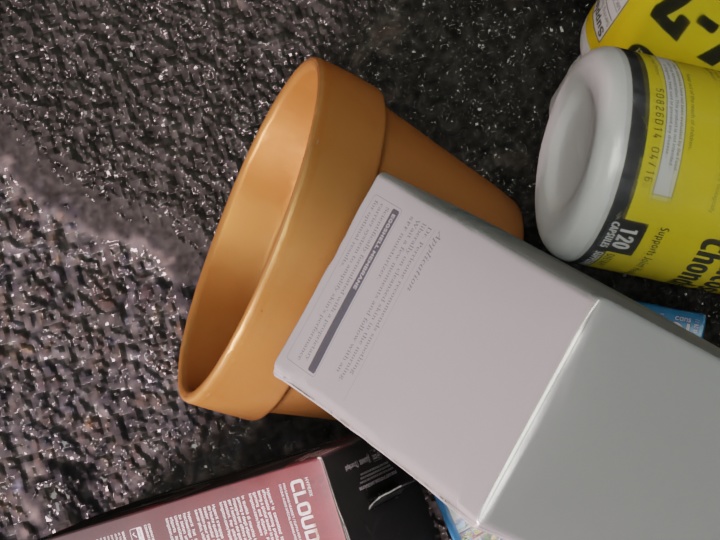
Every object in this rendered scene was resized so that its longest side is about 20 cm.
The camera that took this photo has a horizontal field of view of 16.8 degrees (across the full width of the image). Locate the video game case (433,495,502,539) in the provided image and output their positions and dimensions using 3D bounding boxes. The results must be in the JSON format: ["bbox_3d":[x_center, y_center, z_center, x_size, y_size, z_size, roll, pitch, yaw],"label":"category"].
[{"bbox_3d":[0.137,0.170,1.337,0.142,0.018,0.201,-25,83,10],"label":"video game case"}]

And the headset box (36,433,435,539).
[{"bbox_3d":[-0.059,0.147,1.334,0.199,0.149,0.078,-19,88,18],"label":"headset box"}]

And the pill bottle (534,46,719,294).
[{"bbox_3d":[0.198,-0.042,1.256,0.199,0.112,0.113,12,90,-13],"label":"pill bottle"}]

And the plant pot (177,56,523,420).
[{"bbox_3d":[0.000,0.000,1.343,0.139,0.200,0.201,20,90,-13],"label":"plant pot"}]

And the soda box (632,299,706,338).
[{"bbox_3d":[0.148,0.118,1.381,0.064,0.068,0.201,11,90,8],"label":"soda box"}]

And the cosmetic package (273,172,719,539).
[{"bbox_3d":[0.101,0.066,1.198,0.199,0.200,0.123,27,95,-36],"label":"cosmetic package"}]

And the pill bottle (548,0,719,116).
[{"bbox_3d":[0.190,-0.137,1.321,0.114,0.114,0.200,36,128,4],"label":"pill bottle"}]
